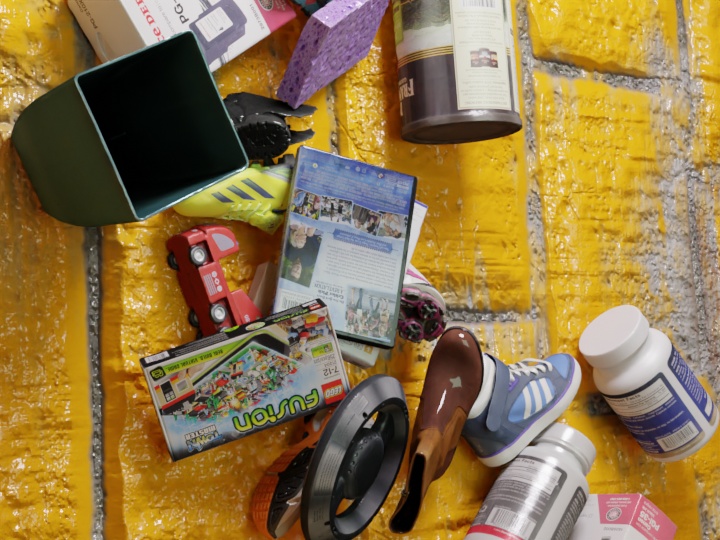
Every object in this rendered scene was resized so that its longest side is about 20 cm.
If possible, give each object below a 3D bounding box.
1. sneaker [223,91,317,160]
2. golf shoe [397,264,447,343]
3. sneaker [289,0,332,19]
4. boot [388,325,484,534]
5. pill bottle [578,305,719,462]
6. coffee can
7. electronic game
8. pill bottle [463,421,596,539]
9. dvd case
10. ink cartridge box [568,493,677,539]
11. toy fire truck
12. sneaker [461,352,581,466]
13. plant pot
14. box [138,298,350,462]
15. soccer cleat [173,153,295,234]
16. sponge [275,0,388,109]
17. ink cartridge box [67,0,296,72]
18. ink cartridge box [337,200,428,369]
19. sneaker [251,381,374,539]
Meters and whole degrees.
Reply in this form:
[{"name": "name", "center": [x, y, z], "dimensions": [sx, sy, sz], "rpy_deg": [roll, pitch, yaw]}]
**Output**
[{"name": "sneaker", "center": [-0.144, -0.157, 1.575], "dimensions": [0.200, 0.104, 0.060], "rpy_deg": [2, 113, -7]}, {"name": "golf shoe", "center": [0.012, 0.006, 1.690], "dimensions": [0.200, 0.073, 0.092], "rpy_deg": [37, 19, -17]}, {"name": "sneaker", "center": [-0.030, -0.326, 1.625], "dimensions": [0.079, 0.095, 0.200], "rpy_deg": [65, 11, 7]}, {"name": "boot", "center": [0.077, 0.172, 1.624], "dimensions": [0.200, 0.068, 0.188], "rpy_deg": [-42, 153, -70]}, {"name": "pill bottle", "center": [0.380, 0.149, 1.933], "dimensions": [0.200, 0.116, 0.116], "rpy_deg": [52, 55, -22]}, {"name": "coffee can", "center": [0.114, -0.262, 1.750], "dimensions": [0.146, 0.146, 0.200], "rpy_deg": [0, 83, -40]}, {"name": "electronic game", "center": [-0.005, 0.206, 1.559], "dimensions": [0.200, 0.042, 0.200], "rpy_deg": [-45, 146, -43]}, {"name": "pill bottle", "center": [0.211, 0.286, 1.776], "dimensions": [0.111, 0.111, 0.200], "rpy_deg": [49, 57, -24]}, {"name": "dvd case", "center": [-0.016, -0.025, 1.577], "dimensions": [0.143, 0.018, 0.200], "rpy_deg": [14, 73, -19]}, {"name": "ink cartridge box", "center": [0.284, 0.381, 1.799], "dimensions": [0.083, 0.146, 0.200], "rpy_deg": [44, 59, -25]}, {"name": "toy fire truck", "center": [-0.118, 0.035, 1.579], "dimensions": [0.141, 0.049, 0.200], "rpy_deg": [-24, 99, -40]}, {"name": "sneaker", "center": [0.182, 0.128, 1.792], "dimensions": [0.200, 0.081, 0.147], "rpy_deg": [-44, 115, -29]}, {"name": "plant pot", "center": [-0.240, -0.122, 1.400], "dimensions": [0.141, 0.200, 0.141], "rpy_deg": [-31, 103, -39]}, {"name": "box", "center": [-0.117, 0.113, 1.508], "dimensions": [0.200, 0.035, 0.110], "rpy_deg": [-19, 108, -11]}, {"name": "soccer cleat", "center": [-0.117, -0.076, 1.577], "dimensions": [0.200, 0.065, 0.084], "rpy_deg": [-17, 96, -46]}, {"name": "sponge", "center": [-0.022, -0.262, 1.630], "dimensions": [0.030, 0.112, 0.200], "rpy_deg": [32, 35, 9]}, {"name": "ink cartridge box", "center": [-0.187, -0.280, 1.542], "dimensions": [0.200, 0.084, 0.145], "rpy_deg": [-41, 109, -36]}, {"name": "ink cartridge box", "center": [0.000, 0.000, 1.606], "dimensions": [0.095, 0.037, 0.200], "rpy_deg": [25, 72, -16]}, {"name": "sneaker", "center": [-0.039, 0.222, 1.604], "dimensions": [0.092, 0.076, 0.200], "rpy_deg": [51, 57, -28]}]
